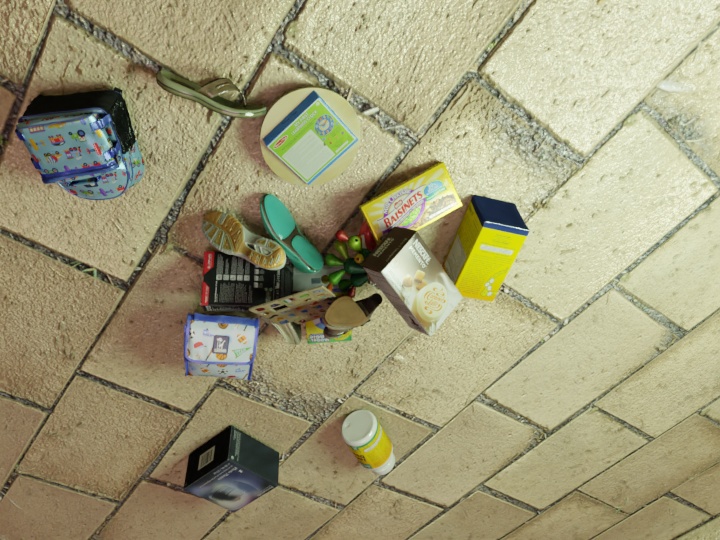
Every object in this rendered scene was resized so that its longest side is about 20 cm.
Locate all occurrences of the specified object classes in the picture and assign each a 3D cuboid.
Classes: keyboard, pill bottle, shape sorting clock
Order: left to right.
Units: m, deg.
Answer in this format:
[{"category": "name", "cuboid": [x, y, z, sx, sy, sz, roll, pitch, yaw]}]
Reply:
[{"category": "shape sorting clock", "cuboid": [-0.097, -0.257, 1.109, 0.197, 0.039, 0.202, -10, 132, -12]}, {"category": "keyboard", "cuboid": [-0.103, 0.017, 1.314, 0.196, 0.057, 0.011, -4, 169, -3]}, {"category": "pill bottle", "cuboid": [0.029, 0.508, 1.664, 0.111, 0.114, 0.201, -20, 127, 10]}]

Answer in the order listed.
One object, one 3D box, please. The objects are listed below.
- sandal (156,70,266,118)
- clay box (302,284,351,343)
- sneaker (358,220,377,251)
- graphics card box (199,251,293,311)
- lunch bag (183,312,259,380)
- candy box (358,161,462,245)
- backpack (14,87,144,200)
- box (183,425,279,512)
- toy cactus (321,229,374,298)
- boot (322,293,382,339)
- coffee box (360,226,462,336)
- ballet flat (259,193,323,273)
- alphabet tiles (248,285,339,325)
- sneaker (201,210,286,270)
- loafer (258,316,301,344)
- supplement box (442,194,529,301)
[{"category": "sandal", "cuboid": [-0.262, -0.323, 1.023, 0.198, 0.080, 0.058, 18, 110, -18]}, {"category": "clay box", "cuboid": [-0.079, 0.109, 1.388, 0.113, 0.048, 0.202, -4, 127, -3]}, {"category": "sneaker", "cuboid": [0.080, -0.035, 1.246, 0.114, 0.079, 0.200, 9, 151, 34]}, {"category": "graphics card box", "cuboid": [-0.246, 0.026, 1.257, 0.196, 0.128, 0.051, 1, 160, -7]}, {"category": "lunch bag", "cuboid": [-0.327, 0.172, 1.342, 0.167, 0.125, 0.201, 6, 142, -13]}, {"category": "candy box", "cuboid": [0.105, -0.134, 1.182, 0.198, 0.026, 0.103, -29, 103, -4]}, {"category": "backpack", "cuboid": [-0.500, -0.212, 1.046, 0.179, 0.136, 0.202, -5, 131, -1]}, {"category": "box", "cuboid": [-0.375, 0.589, 1.681, 0.199, 0.124, 0.198, -36, 124, 21]}, {"category": "toy cactus", "cuboid": [0.000, 0.000, 1.213, 0.162, 0.103, 0.202, 15, 137, 1]}, {"category": "boot", "cuboid": [-0.040, 0.113, 1.264, 0.198, 0.071, 0.146, -16, 163, -45]}, {"category": "coffee box", "cuboid": [0.108, 0.022, 1.168, 0.115, 0.079, 0.201, -47, 121, -15]}, {"category": "ballet flat", "cuboid": [-0.160, -0.070, 1.225, 0.070, 0.067, 0.201, -19, 114, 50]}, {"category": "alphabet tiles", "cuboid": [-0.126, 0.082, 1.241, 0.165, 0.008, 0.200, -18, 160, 10]}, {"category": "sneaker", "cuboid": [-0.248, -0.053, 1.216, 0.198, 0.088, 0.076, 31, 83, 6]}, {"category": "loafer", "cuboid": [-0.204, 0.100, 1.357, 0.067, 0.076, 0.202, -21, 117, 13]}, {"category": "supplement box", "cuboid": [0.272, -0.046, 1.266, 0.108, 0.110, 0.202, 10, 126, -13]}]
